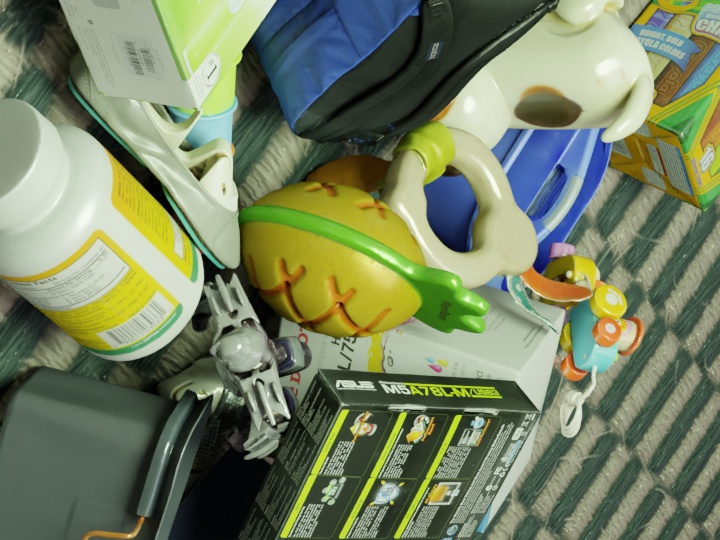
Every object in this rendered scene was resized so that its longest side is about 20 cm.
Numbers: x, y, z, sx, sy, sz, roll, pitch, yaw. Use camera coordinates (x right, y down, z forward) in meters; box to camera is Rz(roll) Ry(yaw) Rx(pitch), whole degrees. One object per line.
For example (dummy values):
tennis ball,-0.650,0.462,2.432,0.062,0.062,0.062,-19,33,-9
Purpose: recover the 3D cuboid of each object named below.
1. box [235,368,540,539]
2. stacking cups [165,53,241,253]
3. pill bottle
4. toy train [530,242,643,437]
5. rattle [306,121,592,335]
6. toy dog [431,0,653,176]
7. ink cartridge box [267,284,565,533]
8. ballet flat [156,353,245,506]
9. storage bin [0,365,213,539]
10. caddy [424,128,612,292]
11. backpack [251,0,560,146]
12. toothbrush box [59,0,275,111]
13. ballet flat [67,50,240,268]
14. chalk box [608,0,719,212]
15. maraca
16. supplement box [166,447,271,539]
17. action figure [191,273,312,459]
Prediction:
box,0.014,0.167,1.452,0.192,0.048,0.201,6,121,-36
stacking cups,-0.115,-0.109,1.439,0.060,0.060,0.201,-28,136,-36
pill bottle,-0.198,-0.029,1.340,0.113,0.112,0.200,-54,143,-9
toy train,0.181,0.063,1.678,0.055,0.200,0.152,12,103,-19
rattle,0.068,-0.016,1.562,0.200,0.142,0.131,37,40,-31
toy dog,0.127,-0.152,1.597,0.198,0.195,0.140,-20,152,2
ink cartridge box,0.041,0.090,1.596,0.146,0.198,0.148,-43,147,-62
ballet flat,-0.141,0.125,1.547,0.201,0.072,0.072,-58,143,-7
storage bin,-0.204,0.173,1.422,0.146,0.133,0.202,-68,176,-76
caddy,0.142,-0.075,1.714,0.201,0.105,0.141,-57,144,-5
backpack,0.019,-0.196,1.450,0.162,0.169,0.200,1,145,-45
toothbrush box,-0.113,-0.228,1.290,0.201,0.085,0.146,-60,148,-35
ballet flat,-0.125,-0.084,1.380,0.063,0.068,0.200,-32,119,10
chalk box,0.321,-0.182,1.842,0.200,0.124,0.125,-50,142,-14
maraca,0.000,0.000,1.443,0.137,0.198,0.108,86,26,-74
supplement box,-0.084,0.238,1.599,0.110,0.109,0.200,-49,162,-15
action figure,-0.080,0.076,1.438,0.069,0.131,0.200,-12,164,6
